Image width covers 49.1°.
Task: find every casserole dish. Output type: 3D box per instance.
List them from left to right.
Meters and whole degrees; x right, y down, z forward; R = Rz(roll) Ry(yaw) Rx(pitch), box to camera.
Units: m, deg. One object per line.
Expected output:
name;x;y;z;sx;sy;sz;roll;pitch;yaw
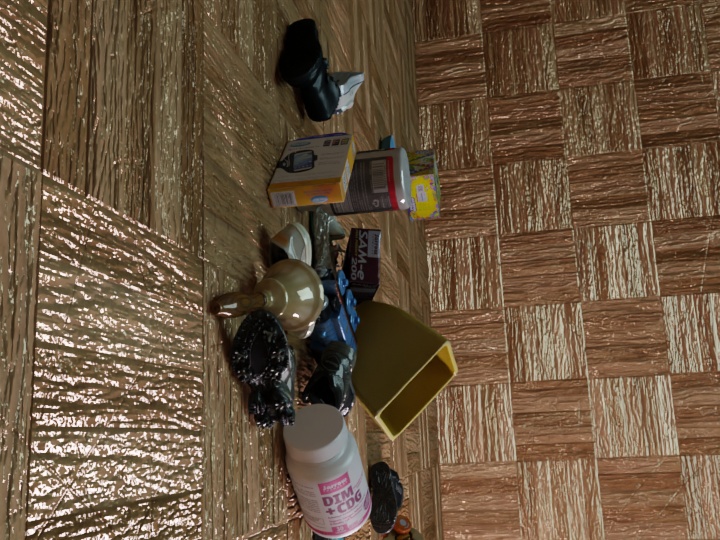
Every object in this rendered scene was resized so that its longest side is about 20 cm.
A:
casserole dish;0.086;-0.335;2.457;0.200;0.039;0.121;-85;165;-46

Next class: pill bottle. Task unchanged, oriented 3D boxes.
pill bottle;-0.053;0.311;1.226;0.114;0.113;0.200;-80;162;-53
pill bottle;-0.015;-0.154;1.395;0.111;0.199;0.111;-4;90;-79

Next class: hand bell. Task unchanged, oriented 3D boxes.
hand bell;-0.138;0.041;1.038;0.200;0.104;0.105;-9;94;-66

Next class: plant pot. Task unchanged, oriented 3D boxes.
plant pot;0.044;0.175;1.536;0.196;0.200;0.194;-45;154;-10

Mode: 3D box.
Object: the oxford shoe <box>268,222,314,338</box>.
oxford shoe;-0.109;0.021;1.222;0.058;0.075;0.201;-26;129;-34

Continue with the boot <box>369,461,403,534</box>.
boot;0.066;0.560;1.914;0.200;0.065;0.165;72;18;-66

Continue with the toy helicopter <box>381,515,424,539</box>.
toy helicopter;0.098;0.695;1.884;0.200;0.132;0.079;-44;164;-54

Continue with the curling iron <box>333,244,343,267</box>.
curling iron;-0.059;0.012;1.557;0.200;0.025;0.050;-78;159;-56

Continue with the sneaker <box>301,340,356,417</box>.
sneaker;-0.057;0.221;1.374;0.114;0.076;0.200;-58;164;-37

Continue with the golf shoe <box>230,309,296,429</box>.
golf shoe;-0.126;0.117;1.050;0.095;0.077;0.200;-88;178;-52

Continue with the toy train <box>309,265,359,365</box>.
toy train;-0.055;0.083;1.397;0.200;0.086;0.115;74;18;-47

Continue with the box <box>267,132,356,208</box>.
box;-0.075;-0.171;1.303;0.200;0.119;0.042;-77;160;-57

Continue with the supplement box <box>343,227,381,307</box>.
supplement box;0.000;0.000;1.535;0.200;0.061;0.109;110;-17;-72

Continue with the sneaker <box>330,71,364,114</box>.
sneaker;-0.041;-0.398;1.756;0.200;0.073;0.071;-56;150;-60

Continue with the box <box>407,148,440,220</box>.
box;0.241;-0.333;3.059;0.193;0.122;0.200;-81;162;-52

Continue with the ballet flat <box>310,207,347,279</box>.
ballet flat;-0.057;-0.044;1.492;0.072;0.071;0.201;52;34;-71

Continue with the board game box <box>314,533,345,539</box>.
board game box;-0.055;0.435;1.391;0.135;0.028;0.201;16;69;-80

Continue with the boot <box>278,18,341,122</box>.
boot;-0.085;-0.338;1.430;0.200;0.076;0.168;-92;167;-47
